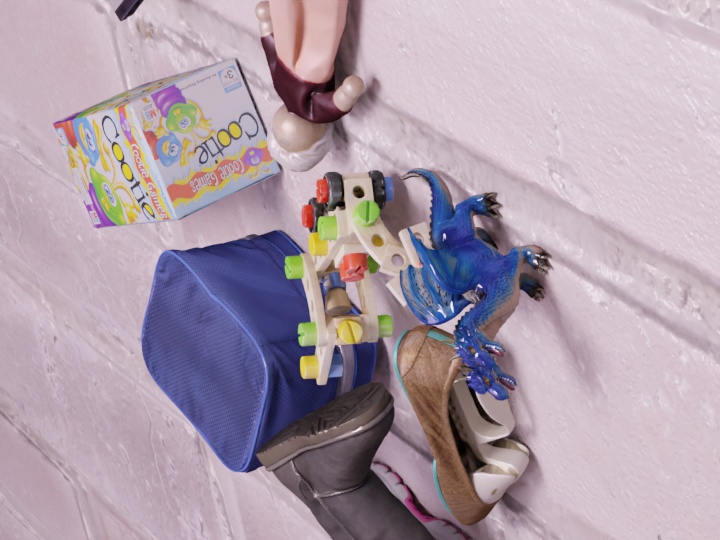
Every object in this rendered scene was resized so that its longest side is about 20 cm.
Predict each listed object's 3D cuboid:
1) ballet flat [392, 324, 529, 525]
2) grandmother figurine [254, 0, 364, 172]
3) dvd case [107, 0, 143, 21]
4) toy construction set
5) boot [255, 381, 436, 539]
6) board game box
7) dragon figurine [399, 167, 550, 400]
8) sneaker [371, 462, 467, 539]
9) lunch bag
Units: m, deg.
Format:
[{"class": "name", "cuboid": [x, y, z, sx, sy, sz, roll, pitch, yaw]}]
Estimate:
[{"class": "ballet flat", "cuboid": [0.084, 0.120, 1.707, 0.072, 0.068, 0.201, 5, 132, 30]}, {"class": "grandmother figurine", "cuboid": [-0.043, -0.155, 1.699, 0.122, 0.060, 0.201, 56, 154, 37]}, {"class": "dvd case", "cuboid": [-0.213, -0.308, 1.798, 0.201, 0.016, 0.149, 59, 153, 2]}, {"class": "toy construction set", "cuboid": [0.000, 0.000, 1.722, 0.200, 0.092, 0.132, -32, 61, 59]}, {"class": "boot", "cuboid": [0.025, 0.190, 1.769, 0.200, 0.072, 0.182, 54, 150, -4]}, {"class": "board game box", "cuboid": [-0.167, -0.104, 1.942, 0.200, 0.104, 0.104, -3, 111, 64]}, {"class": "dragon figurine", "cuboid": [0.062, -0.002, 1.584, 0.200, 0.099, 0.059, 51, 153, 27]}, {"class": "sneaker", "cuboid": [0.014, 0.230, 1.929, 0.200, 0.088, 0.082, 31, 141, 51]}, {"class": "lunch bag", "cuboid": [-0.073, 0.066, 1.895, 0.200, 0.132, 0.136, 47, 135, 34]}]
